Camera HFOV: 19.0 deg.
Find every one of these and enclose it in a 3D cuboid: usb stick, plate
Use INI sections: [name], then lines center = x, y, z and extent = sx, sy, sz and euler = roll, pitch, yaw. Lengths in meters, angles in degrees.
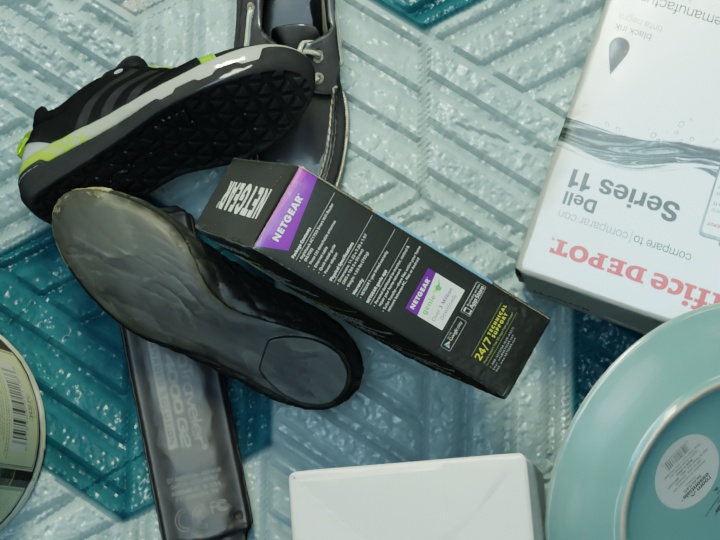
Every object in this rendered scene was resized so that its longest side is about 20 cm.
[usb stick]
center = -0.105, 0.062, 1.232
extent = 0.055, 0.033, 0.202
euler = -12, 81, -2
[plate]
center = 0.186, 0.116, 1.124
extent = 0.198, 0.026, 0.202
euler = -10, 112, -25

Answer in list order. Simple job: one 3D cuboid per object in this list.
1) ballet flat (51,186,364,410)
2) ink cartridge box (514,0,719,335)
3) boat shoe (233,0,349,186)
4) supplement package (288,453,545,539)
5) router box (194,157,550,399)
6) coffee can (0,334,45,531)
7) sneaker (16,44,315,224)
[ballet flat]
center = -0.088, 0.019, 1.209
extent = 0.199, 0.057, 0.067
euler = 33, 95, 1
[ink cartridge box]
center = 0.183, -0.064, 1.182
extent = 0.145, 0.083, 0.202
euler = 18, 87, 10
[boat shoe]
center = -0.045, -0.128, 1.232
extent = 0.072, 0.063, 0.202
euler = -1, 84, 5
[supplement package]
center = 0.038, 0.163, 1.113
extent = 0.118, 0.200, 0.123
euler = -6, 81, 7
[router box]
center = 0.000, 0.000, 1.119
extent = 0.148, 0.200, 0.051
euler = 31, 87, -13
[coffee can]
center = -0.267, 0.084, 1.166
extent = 0.145, 0.200, 0.148
euler = -1, 82, 7
[sneaker]
center = -0.119, -0.097, 1.217
extent = 0.199, 0.072, 0.083
euler = -22, 53, 21
